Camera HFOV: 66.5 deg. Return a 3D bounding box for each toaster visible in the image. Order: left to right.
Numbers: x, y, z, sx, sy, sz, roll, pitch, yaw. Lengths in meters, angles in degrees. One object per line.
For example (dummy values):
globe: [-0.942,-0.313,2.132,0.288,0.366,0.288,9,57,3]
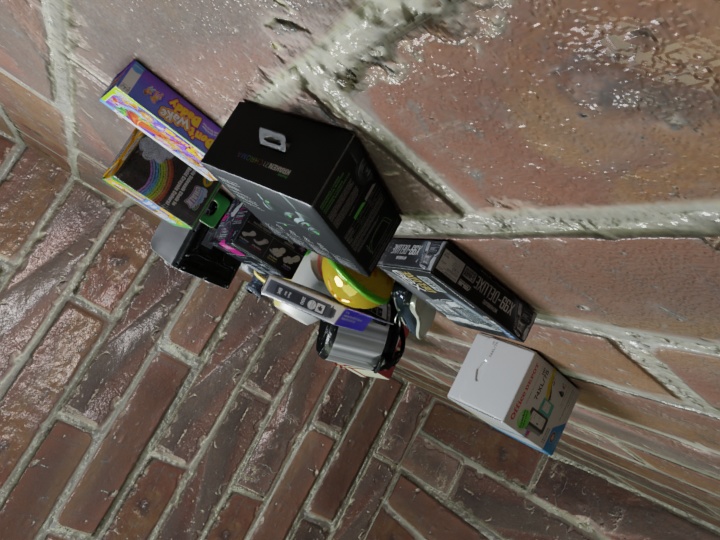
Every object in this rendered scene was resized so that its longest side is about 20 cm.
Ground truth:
toaster: [-0.337,-0.080,1.217,0.118,0.201,0.181,25,176,31]

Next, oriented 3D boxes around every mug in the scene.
mug: [-0.124,0.025,1.194,0.186,0.154,0.149,20,167,40]

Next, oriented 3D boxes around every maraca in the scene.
maraca: [0.000,0.000,0.912,0.137,0.107,0.200,46,-167,1]

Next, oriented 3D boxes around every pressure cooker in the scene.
pressure cooker: [0.010,0.139,1.274,0.198,0.177,0.179,16,172,-11]

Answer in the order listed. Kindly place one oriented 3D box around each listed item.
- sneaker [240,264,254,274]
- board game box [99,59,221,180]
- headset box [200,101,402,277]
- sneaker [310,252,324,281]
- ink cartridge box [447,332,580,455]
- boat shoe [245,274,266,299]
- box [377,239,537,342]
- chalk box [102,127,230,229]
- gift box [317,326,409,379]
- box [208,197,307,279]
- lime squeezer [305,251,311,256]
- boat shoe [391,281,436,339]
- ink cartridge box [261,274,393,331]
sneaker: [-0.367,-0.064,1.625,0.113,0.076,0.200,26,162,21]
board game box: [-0.268,-0.209,0.803,0.200,0.045,0.134,37,167,-32]
headset box: [-0.067,-0.097,0.663,0.173,0.093,0.200,24,167,29]
sneaker: [-0.014,0.003,1.023,0.104,0.076,0.200,2,154,22]
ink cartridge box: [0.306,0.245,1.094,0.200,0.148,0.146,37,167,-35]
boat shoe: [-0.299,0.045,1.676,0.070,0.091,0.200,30,167,10]
box: [0.136,0.026,0.809,0.199,0.050,0.157,35,168,-26]
chalk box: [-0.334,-0.157,0.992,0.200,0.125,0.124,38,166,-33]
gift box: [-0.003,0.181,1.535,0.200,0.185,0.186,37,158,-20]
box: [-0.185,-0.067,1.042,0.132,0.115,0.200,33,169,-24]
lime squeezer: [-0.082,-0.024,1.087,0.198,0.071,0.038,1,-157,7]
boat shoe: [0.100,0.077,1.058,0.061,0.075,0.200,23,166,23]
ink cartridge box: [-0.052,0.071,0.991,0.199,0.044,0.198,21,177,17]
